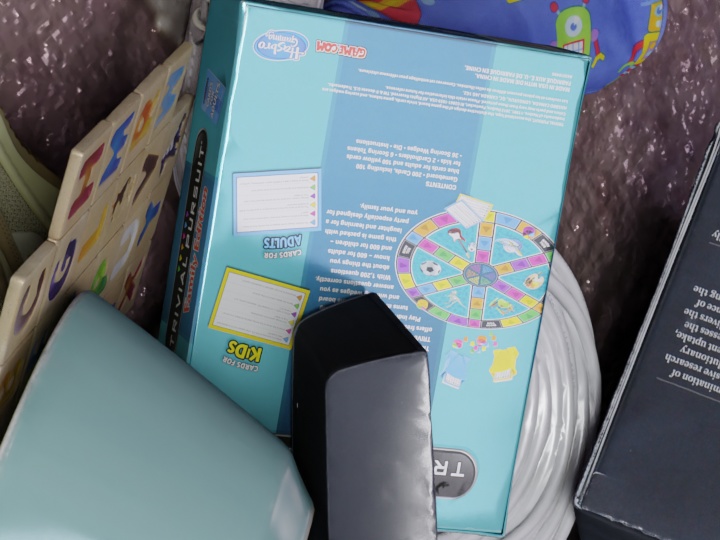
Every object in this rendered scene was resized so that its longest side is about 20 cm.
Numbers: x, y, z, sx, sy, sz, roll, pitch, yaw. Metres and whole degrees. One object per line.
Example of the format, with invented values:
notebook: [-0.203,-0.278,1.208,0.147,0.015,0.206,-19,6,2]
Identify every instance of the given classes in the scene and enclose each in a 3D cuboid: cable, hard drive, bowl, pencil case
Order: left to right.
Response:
bowl: [-0.082,0.118,0.763,0.104,0.201,0.203,18,82,-1]
hard drive: [0.002,0.118,0.808,0.042,0.135,0.202,-4,100,-8]
cable: [0.025,0.063,0.992,0.199,0.069,0.202,0,94,-42]
pencil case: [0.055,-0.102,0.997,0.199,0.078,0.088,-25,116,-40]

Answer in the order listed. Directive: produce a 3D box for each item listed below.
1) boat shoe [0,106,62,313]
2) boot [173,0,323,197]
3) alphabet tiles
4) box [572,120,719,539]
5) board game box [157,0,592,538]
boat shoe: [-0.169,-0.039,0.815,0.063,0.073,0.201,-60,137,-24]
boot: [-0.056,-0.122,0.892,0.095,0.073,0.202,27,69,-59]
alphabet tiles: [-0.103,0.009,0.805,0.200,0.006,0.168,-60,171,-65]
box: [0.195,0.064,1.069,0.200,0.123,0.198,63,50,-73]
board game box: [0.000,0.000,0.878,0.150,0.047,0.202,7,99,-21]
